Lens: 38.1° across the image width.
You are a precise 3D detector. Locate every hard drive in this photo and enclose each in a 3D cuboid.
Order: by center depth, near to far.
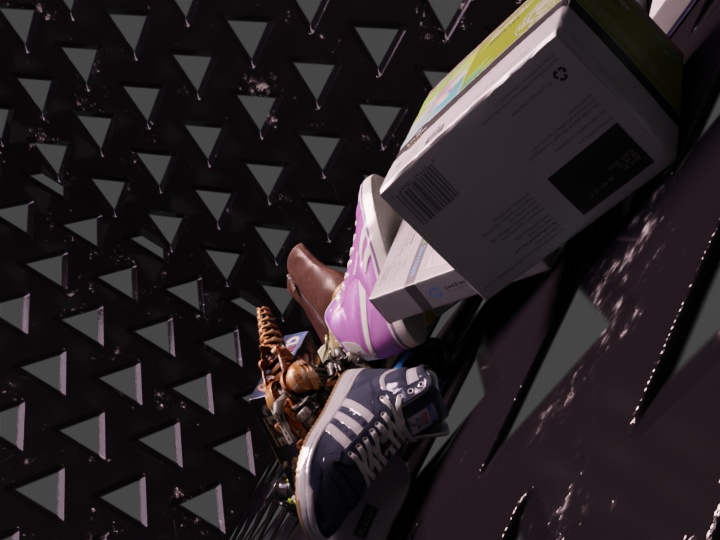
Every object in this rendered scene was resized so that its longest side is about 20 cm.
[{"bbox_3d":[0.339,-0.325,1.039,0.133,0.025,0.201,-58,2,39],"label":"hard drive"}]

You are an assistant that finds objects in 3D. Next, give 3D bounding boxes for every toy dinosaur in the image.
[{"bbox_3d":[-0.048,0.123,1.047,0.101,0.203,0.135,-20,-13,33],"label":"toy dinosaur"}]

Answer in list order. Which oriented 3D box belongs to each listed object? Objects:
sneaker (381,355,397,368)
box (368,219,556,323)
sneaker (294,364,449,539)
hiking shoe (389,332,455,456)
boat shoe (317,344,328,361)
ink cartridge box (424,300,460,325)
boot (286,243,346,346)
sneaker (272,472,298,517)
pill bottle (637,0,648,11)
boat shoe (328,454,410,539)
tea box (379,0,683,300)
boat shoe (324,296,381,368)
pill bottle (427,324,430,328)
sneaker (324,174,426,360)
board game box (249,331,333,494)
[{"bbox_3d":[0.048,0.111,1.349,0.078,0.080,0.200,-14,-2,13],"label":"sneaker"},{"bbox_3d":[0.113,-0.038,1.032,0.198,0.041,0.157,-20,33,39],"label":"box"},{"bbox_3d":[0.016,0.154,0.930,0.107,0.071,0.201,-8,32,23],"label":"sneaker"},{"bbox_3d":[0.031,0.151,1.102,0.202,0.074,0.087,-60,-1,-15],"label":"hiking shoe"},{"bbox_3d":[-0.014,0.152,1.330,0.201,0.071,0.063,-114,18,-50],"label":"boat shoe"},{"bbox_3d":[0.080,-0.006,1.226,0.199,0.084,0.145,-37,11,21],"label":"ink cartridge box"},{"bbox_3d":[-0.041,0.075,1.489,0.072,0.166,0.202,-27,-40,-32],"label":"boot"},{"bbox_3d":[-0.071,0.291,1.322,0.200,0.081,0.073,113,164,-71],"label":"sneaker"},{"bbox_3d":[0.259,-0.280,1.155,0.112,0.111,0.201,-57,4,42],"label":"pill bottle"},{"bbox_3d":[-0.011,0.255,0.940,0.201,0.068,0.057,-54,-9,-39],"label":"boat shoe"},{"bbox_3d":[0.144,-0.122,0.851,0.199,0.133,0.198,-40,14,34],"label":"tea box"},{"bbox_3d":[-0.011,0.126,1.216,0.063,0.204,0.073,-28,-25,28],"label":"boat shoe"},{"bbox_3d":[0.089,-0.005,1.433,0.201,0.108,0.110,-58,2,41],"label":"pill bottle"},{"bbox_3d":[0.000,0.000,1.141,0.113,0.072,0.204,-23,62,33],"label":"sneaker"},{"bbox_3d":[-0.052,0.189,1.175,0.034,0.202,0.136,-15,22,20],"label":"board game box"}]
